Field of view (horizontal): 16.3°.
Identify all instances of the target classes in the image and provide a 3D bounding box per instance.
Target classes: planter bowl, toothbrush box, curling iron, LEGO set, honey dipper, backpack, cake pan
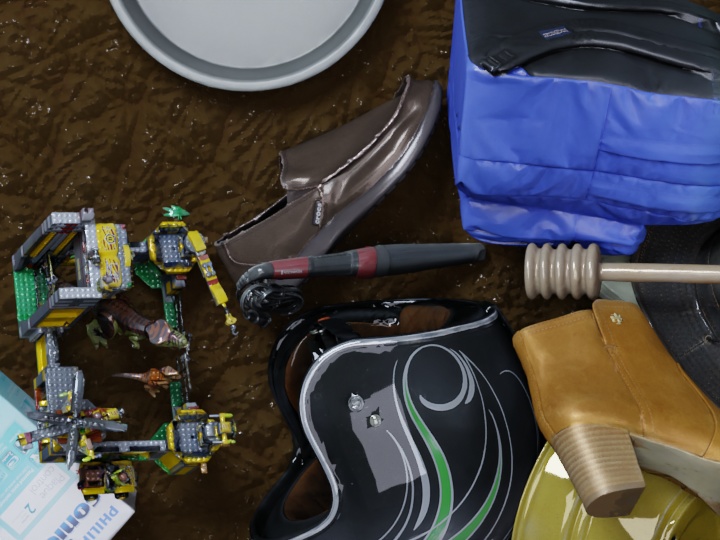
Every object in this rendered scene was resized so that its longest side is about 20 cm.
[{"bbox_3d":[0.193,0.171,1.666,0.083,0.200,0.201,22,96,39],"label":"planter bowl"},{"bbox_3d":[-0.271,0.145,1.699,0.200,0.085,0.146,43,91,-7],"label":"toothbrush box"},{"bbox_3d":[0.000,0.000,1.687,0.200,0.050,0.026,-13,57,-33],"label":"curling iron"},{"bbox_3d":[-0.149,0.042,1.639,0.154,0.116,0.200,8,71,-21],"label":"LEGO set"},{"bbox_3d":[0.206,0.001,1.622,0.200,0.038,0.038,0,96,12],"label":"honey dipper"},{"bbox_3d":[0.159,-0.100,1.664,0.200,0.163,0.168,2,124,-3],"label":"backpack"},{"bbox_3d":[-0.076,-0.221,1.697,0.200,0.037,0.201,0,95,-3],"label":"cake pan"}]

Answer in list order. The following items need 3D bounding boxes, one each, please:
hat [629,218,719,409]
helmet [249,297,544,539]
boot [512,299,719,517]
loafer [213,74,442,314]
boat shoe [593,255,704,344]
[{"bbox_3d":[0.281,0.009,1.667,0.200,0.081,0.201,7,62,-14],"label":"hat"},{"bbox_3d":[0.022,0.123,1.663,0.200,0.200,0.191,-6,99,-2],"label":"helmet"},{"bbox_3d":[0.203,0.083,1.605,0.201,0.071,0.144,-1,54,-24],"label":"boot"},{"bbox_3d":[-0.023,-0.060,1.696,0.071,0.073,0.200,42,92,-7],"label":"loafer"},{"bbox_3d":[0.240,0.044,1.726,0.199,0.075,0.066,14,139,-12],"label":"boat shoe"}]
